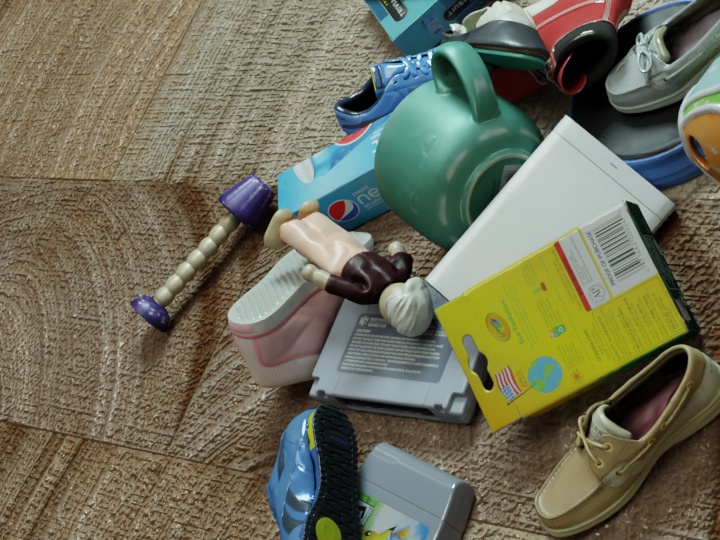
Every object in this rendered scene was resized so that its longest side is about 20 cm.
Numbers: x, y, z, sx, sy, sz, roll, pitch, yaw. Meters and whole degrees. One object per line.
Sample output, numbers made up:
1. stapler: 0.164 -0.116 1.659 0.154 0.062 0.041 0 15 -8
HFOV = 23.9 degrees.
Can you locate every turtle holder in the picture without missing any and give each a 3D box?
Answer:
1. turtle holder: 0.350 -0.147 1.446 0.131 0.141 0.187 -5 57 41

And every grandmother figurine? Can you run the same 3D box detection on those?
1. grandmother figurine: 0.000 0.000 1.642 0.121 0.061 0.200 -27 45 -29

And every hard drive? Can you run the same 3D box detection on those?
1. hard drive: 0.172 -0.024 1.547 0.132 0.027 0.200 41 90 14

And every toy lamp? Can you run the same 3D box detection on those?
1. toy lamp: -0.172 -0.021 1.890 0.200 0.058 0.058 -51 40 1

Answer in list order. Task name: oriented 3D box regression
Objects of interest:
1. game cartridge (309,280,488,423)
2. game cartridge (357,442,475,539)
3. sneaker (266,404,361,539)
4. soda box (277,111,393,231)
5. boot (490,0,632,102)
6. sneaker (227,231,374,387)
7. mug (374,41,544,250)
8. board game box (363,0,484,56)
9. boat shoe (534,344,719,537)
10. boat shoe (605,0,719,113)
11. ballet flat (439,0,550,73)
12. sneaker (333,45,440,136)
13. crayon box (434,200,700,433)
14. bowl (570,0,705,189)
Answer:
1. game cartridge: 0.048 0.074 1.629 0.199 0.042 0.134 3 58 44
2. game cartridge: 0.014 0.260 1.515 0.133 0.040 0.201 20 75 45
3. sneaker: -0.047 0.219 1.522 0.078 0.066 0.201 -33 41 35
4. soda box: 0.009 -0.103 1.782 0.199 0.064 0.068 -26 45 24
5. boot: 0.178 -0.199 1.653 0.200 0.072 0.145 -37 23 40
6. sneaker: -0.052 0.044 1.725 0.075 0.105 0.200 9 36 39
7. mug: 0.097 -0.103 1.607 0.152 0.185 0.114 -46 43 -3
8. board game box: 0.096 -0.346 1.906 0.200 0.047 0.151 -41 40 10
9. boat shoe: 0.213 0.135 1.405 0.200 0.066 0.074 -45 40 5
10. boat shoe: 0.298 -0.212 1.533 0.201 0.065 0.075 -28 43 37
11. ballet flat: 0.126 -0.223 1.639 0.073 0.073 0.200 -58 17 -12
12. sneaker: 0.062 -0.201 1.801 0.199 0.078 0.066 -31 41 18
13. crayon box: 0.178 0.042 1.479 0.199 0.051 0.128 -29 77 21
14. bowl: 0.287 -0.170 1.600 0.199 0.039 0.202 -24 46 27
